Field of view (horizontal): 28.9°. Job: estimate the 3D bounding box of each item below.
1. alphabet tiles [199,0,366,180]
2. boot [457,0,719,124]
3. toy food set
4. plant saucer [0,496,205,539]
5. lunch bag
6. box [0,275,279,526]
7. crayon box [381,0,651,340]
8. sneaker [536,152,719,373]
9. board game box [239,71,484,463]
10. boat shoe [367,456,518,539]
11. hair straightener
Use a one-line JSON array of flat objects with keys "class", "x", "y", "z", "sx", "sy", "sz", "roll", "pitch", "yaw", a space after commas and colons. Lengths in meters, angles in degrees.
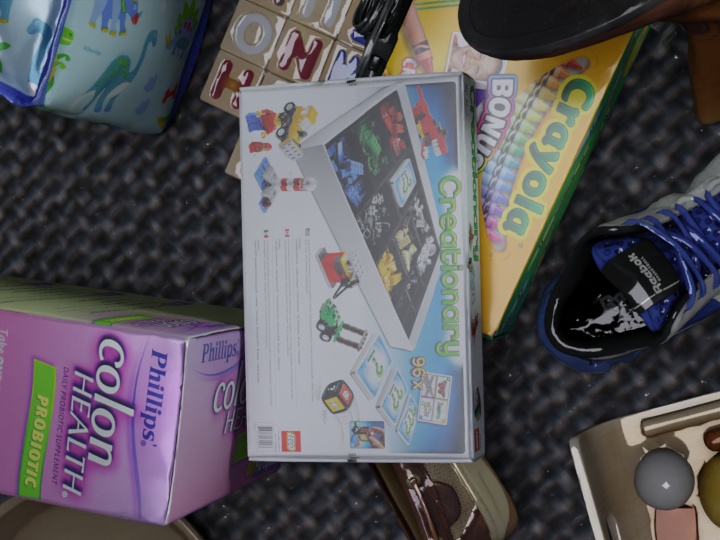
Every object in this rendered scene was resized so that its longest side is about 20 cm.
[{"class": "alphabet tiles", "x": 0.009, "y": -0.108, "z": 0.822, "sx": 0.199, "sy": 0.008, "sz": 0.168, "roll": 26, "pitch": 98, "yaw": 13}, {"class": "boot", "x": 0.156, "y": -0.125, "z": 0.688, "sx": 0.188, "sy": 0.200, "sz": 0.069, "roll": -31, "pitch": 66, "yaw": 10}, {"class": "toy food set", "x": 0.225, "y": 0.131, "z": 0.738, "sx": 0.199, "sy": 0.060, "sz": 0.145, "roll": -16, "pitch": 87, "yaw": 13}, {"class": "plant saucer", "x": -0.164, "y": 0.226, "z": 0.866, "sx": 0.199, "sy": 0.029, "sz": 0.202, "roll": 0, "pitch": 91, "yaw": 15}, {"class": "lunch bag", "x": -0.150, "y": -0.187, "z": 0.780, "sx": 0.127, "sy": 0.170, "sz": 0.201, "roll": 19, "pitch": 94, "yaw": 14}, {"class": "box", "x": -0.159, "y": 0.064, "z": 0.785, "sx": 0.198, "sy": 0.176, "sz": 0.097, "roll": 7, "pitch": 93, "yaw": 14}, {"class": "crayon box", "x": 0.067, "y": -0.077, "z": 0.773, "sx": 0.118, "sy": 0.058, "sz": 0.201, "roll": 26, "pitch": 97, "yaw": 14}, {"class": "sneaker", "x": 0.173, "y": -0.007, "z": 0.723, "sx": 0.199, "sy": 0.115, "sz": 0.081, "roll": -36, "pitch": 83, "yaw": 13}, {"class": "board game box", "x": 0.000, "y": 0.000, "z": 0.743, "sx": 0.125, "sy": 0.035, "sz": 0.202, "roll": -1, "pitch": 89, "yaw": 17}, {"class": "boat shoe", "x": 0.004, "y": 0.083, "z": 0.785, "sx": 0.072, "sy": 0.072, "sz": 0.201, "roll": -34, "pitch": 88, "yaw": -17}, {"class": "hair straightener", "x": 0.021, "y": -0.179, "z": 0.774, "sx": 0.041, "sy": 0.077, "sz": 0.201, "roll": 27, "pitch": 93, "yaw": 12}]
